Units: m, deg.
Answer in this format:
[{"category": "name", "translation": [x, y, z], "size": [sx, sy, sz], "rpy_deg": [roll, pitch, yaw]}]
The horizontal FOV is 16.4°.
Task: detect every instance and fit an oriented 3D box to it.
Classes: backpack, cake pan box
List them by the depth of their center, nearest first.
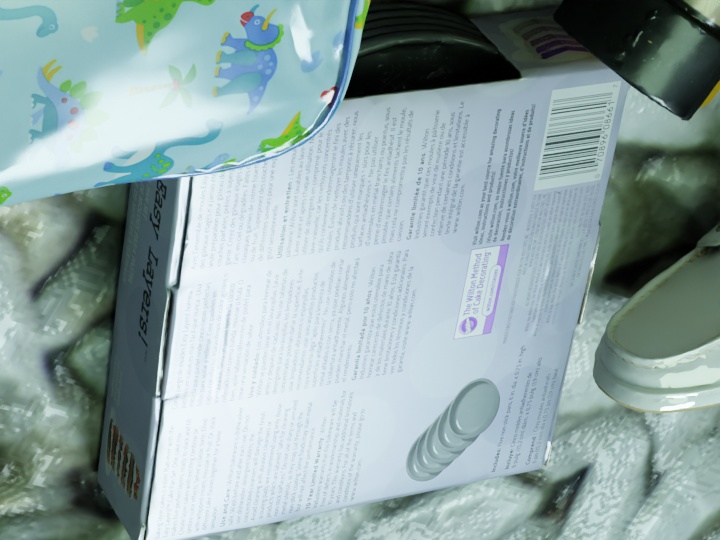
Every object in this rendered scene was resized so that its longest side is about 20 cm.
[{"category": "backpack", "translation": [-0.094, -0.095, 0.754], "size": [0.199, 0.153, 0.164], "rpy_deg": [-15, 124, -41]}, {"category": "cake pan box", "translation": [0.000, 0.000, 0.931], "size": [0.183, 0.052, 0.201], "rpy_deg": [-11, 128, -28]}]

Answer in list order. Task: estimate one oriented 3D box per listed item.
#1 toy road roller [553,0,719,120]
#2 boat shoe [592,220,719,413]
[{"category": "toy road roller", "translation": [0.099, -0.144, 0.860], "size": [0.123, 0.146, 0.200], "rpy_deg": [-53, 170, 12]}, {"category": "boat shoe", "translation": [0.175, -0.013, 1.023], "size": [0.199, 0.071, 0.070], "rpy_deg": [-30, 133, -22]}]
